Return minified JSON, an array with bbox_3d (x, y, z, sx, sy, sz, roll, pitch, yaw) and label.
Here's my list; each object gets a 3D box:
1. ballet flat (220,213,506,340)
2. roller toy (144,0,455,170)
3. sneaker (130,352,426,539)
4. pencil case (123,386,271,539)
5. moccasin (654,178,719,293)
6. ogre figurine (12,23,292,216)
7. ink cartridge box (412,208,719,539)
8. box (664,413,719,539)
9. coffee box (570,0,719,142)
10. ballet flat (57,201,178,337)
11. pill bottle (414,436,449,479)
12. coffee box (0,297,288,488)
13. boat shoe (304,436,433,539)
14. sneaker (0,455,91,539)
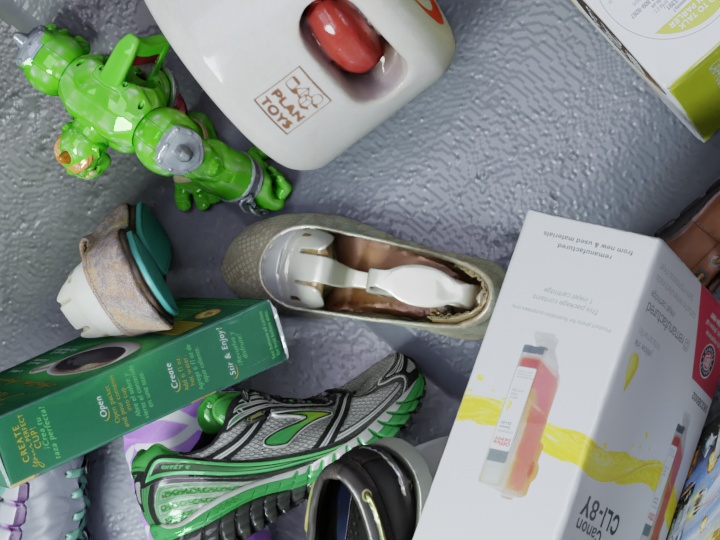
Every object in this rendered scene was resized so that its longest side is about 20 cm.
[{"bbox_3d":[0.000,0.000,1.223,0.199,0.062,0.068,7,88,17],"label":"ballet flat"},{"bbox_3d":[-0.045,-0.160,1.182,0.139,0.200,0.183,-36,83,11],"label":"roller toy"},{"bbox_3d":[-0.046,0.098,1.183,0.199,0.078,0.086,-28,88,-26],"label":"sneaker"},{"bbox_3d":[-0.099,0.169,1.232,0.085,0.083,0.201,-26,74,52],"label":"pencil case"},{"bbox_3d":[0.221,-0.012,1.153,0.201,0.074,0.078,-37,77,12],"label":"moccasin"},{"bbox_3d":[-0.145,-0.103,1.243,0.098,0.120,0.200,-38,76,10],"label":"ogre figurine"},{"bbox_3d":[0.118,0.090,1.057,0.083,0.145,0.201,14,77,31],"label":"ink cartridge box"},{"bbox_3d":[0.193,0.147,1.068,0.040,0.200,0.138,20,63,-4],"label":"box"},{"bbox_3d":[0.195,-0.219,1.111,0.200,0.200,0.198,-42,77,9],"label":"coffee box"},{"bbox_3d":[-0.149,0.009,1.201,0.067,0.200,0.068,-31,101,1],"label":"ballet flat"},{"bbox_3d":[0.055,0.208,1.165,0.116,0.116,0.201,-29,79,12],"label":"pill bottle"},{"bbox_3d":[-0.157,0.069,1.181,0.123,0.199,0.044,-1,109,54],"label":"coffee box"},{"bbox_3d":[-0.002,0.195,1.095,0.071,0.060,0.203,11,106,40],"label":"boat shoe"},{"bbox_3d":[-0.192,0.161,1.273,0.087,0.074,0.201,20,100,1],"label":"sneaker"}]
